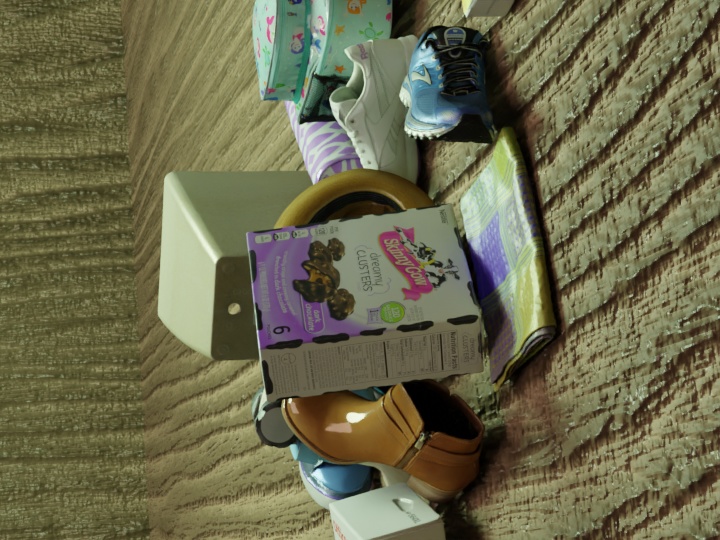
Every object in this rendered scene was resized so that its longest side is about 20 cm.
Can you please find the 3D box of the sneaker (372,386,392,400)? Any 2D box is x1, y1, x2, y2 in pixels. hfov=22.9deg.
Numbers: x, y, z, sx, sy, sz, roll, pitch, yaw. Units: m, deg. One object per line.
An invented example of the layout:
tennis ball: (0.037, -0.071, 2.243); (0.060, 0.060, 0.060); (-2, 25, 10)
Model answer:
sneaker: (0.011, 0.065, 1.924); (0.082, 0.073, 0.201); (-20, 73, 51)

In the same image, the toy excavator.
toy excavator: (-0.013, 0.166, 1.801); (0.100, 0.199, 0.195); (-135, 58, -82)

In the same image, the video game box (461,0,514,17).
video game box: (0.118, -0.346, 1.513); (0.182, 0.047, 0.201); (126, 140, -62)

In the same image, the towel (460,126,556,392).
towel: (0.126, -0.009, 1.556); (0.144, 0.023, 0.201); (122, 143, -64)

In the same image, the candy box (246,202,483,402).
candy box: (0.002, 0.027, 1.631); (0.168, 0.199, 0.072); (-101, 3, -50)

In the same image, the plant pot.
plant pot: (-0.127, 0.006, 2.123); (0.177, 0.199, 0.200); (-119, 32, -61)

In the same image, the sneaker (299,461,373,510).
sneaker: (-0.029, 0.159, 2.015); (0.200, 0.080, 0.147); (-104, 15, -54)

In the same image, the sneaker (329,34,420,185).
sneaker: (0.013, -0.143, 1.808); (0.075, 0.099, 0.201); (-125, 35, -61)

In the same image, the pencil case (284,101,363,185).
pencil case: (-0.030, -0.146, 2.003); (0.200, 0.084, 0.086); (-108, -2, -48)

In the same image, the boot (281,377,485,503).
boot: (0.022, 0.140, 1.662); (0.077, 0.200, 0.155); (-52, -11, -26)

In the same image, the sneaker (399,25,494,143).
sneaker: (0.077, -0.172, 1.604); (0.200, 0.078, 0.089); (-113, 27, -64)

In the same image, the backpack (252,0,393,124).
backpack: (-0.036, -0.272, 1.900); (0.200, 0.150, 0.178); (122, 147, -54)

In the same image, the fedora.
fedora: (0.000, 0.000, 1.774); (0.082, 0.200, 0.201); (64, -165, -64)

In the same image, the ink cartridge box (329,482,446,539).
ink cartridge box: (0.039, 0.325, 1.728); (0.146, 0.084, 0.201); (-153, 51, -73)
